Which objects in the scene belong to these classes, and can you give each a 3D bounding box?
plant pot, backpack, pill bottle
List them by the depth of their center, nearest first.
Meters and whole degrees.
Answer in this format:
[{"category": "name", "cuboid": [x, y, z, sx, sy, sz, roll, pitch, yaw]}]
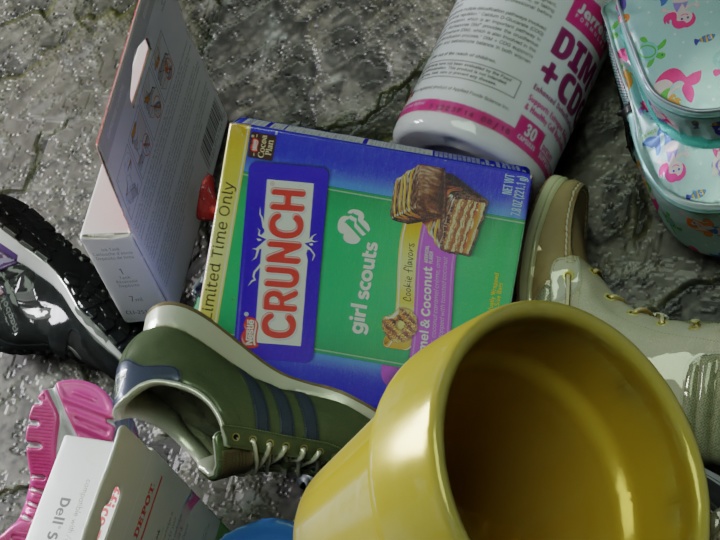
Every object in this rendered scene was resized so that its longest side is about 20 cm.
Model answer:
[{"category": "plant pot", "cuboid": [0.066, 0.141, 1.303, 0.189, 0.201, 0.201, -32, 45, 49]}, {"category": "backpack", "cuboid": [0.257, -0.115, 1.505, 0.177, 0.151, 0.200, -14, 63, 10]}, {"category": "pill bottle", "cuboid": [0.111, -0.152, 1.591, 0.113, 0.113, 0.200, 15, 68, 26]}]

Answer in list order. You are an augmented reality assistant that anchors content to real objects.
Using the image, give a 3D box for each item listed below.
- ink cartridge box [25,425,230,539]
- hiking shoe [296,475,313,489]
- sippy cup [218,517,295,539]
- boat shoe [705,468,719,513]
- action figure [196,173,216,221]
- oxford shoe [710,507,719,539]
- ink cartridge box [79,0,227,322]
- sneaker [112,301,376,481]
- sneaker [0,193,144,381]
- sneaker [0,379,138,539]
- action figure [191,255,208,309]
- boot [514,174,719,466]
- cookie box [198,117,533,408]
[{"category": "ink cartridge box", "cuboid": [-0.156, 0.182, 1.444, 0.067, 0.200, 0.117, 7, 64, 23]}, {"category": "hiking shoe", "cuboid": [0.055, 0.135, 1.470, 0.200, 0.074, 0.087, 17, 69, 27]}, {"category": "sippy cup", "cuboid": [-0.043, 0.221, 1.423, 0.140, 0.130, 0.178, 21, 71, 29]}, {"category": "boat shoe", "cuboid": [0.151, 0.130, 1.411, 0.200, 0.066, 0.070, 30, 107, 10]}, {"category": "action figure", "cuboid": [-0.013, -0.053, 1.594, 0.200, 0.065, 0.099, 20, 103, 27]}, {"category": "oxford shoe", "cuboid": [0.158, 0.183, 1.377, 0.200, 0.070, 0.075, -17, 88, 36]}, {"category": "ink cartridge box", "cuboid": [-0.154, -0.095, 1.594, 0.045, 0.176, 0.200, -4, 48, 17]}, {"category": "sneaker", "cuboid": [-0.065, 0.104, 1.411, 0.200, 0.067, 0.090, 30, 46, 1]}, {"category": "sneaker", "cuboid": [-0.221, 0.036, 1.644, 0.200, 0.076, 0.088, 42, 110, 25]}, {"category": "sneaker", "cuboid": [-0.191, 0.175, 1.537, 0.081, 0.088, 0.200, 20, 92, 22]}, {"category": "action figure", "cuboid": [-0.074, 0.014, 1.560, 0.118, 0.055, 0.200, 10, 88, 12]}, {"category": "boot", "cuboid": [0.179, 0.032, 1.486, 0.154, 0.072, 0.200, -1, 68, 20]}, {"category": "cookie box", "cuboid": [0.000, 0.000, 1.489, 0.200, 0.075, 0.171, 10, 95, 1]}]
